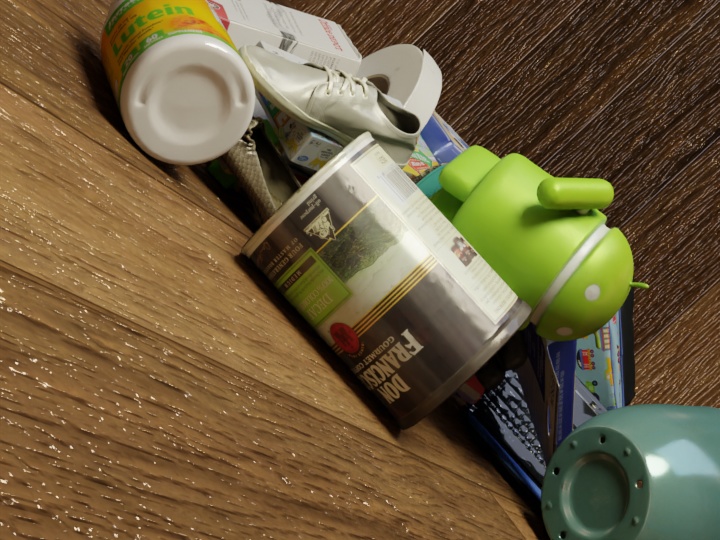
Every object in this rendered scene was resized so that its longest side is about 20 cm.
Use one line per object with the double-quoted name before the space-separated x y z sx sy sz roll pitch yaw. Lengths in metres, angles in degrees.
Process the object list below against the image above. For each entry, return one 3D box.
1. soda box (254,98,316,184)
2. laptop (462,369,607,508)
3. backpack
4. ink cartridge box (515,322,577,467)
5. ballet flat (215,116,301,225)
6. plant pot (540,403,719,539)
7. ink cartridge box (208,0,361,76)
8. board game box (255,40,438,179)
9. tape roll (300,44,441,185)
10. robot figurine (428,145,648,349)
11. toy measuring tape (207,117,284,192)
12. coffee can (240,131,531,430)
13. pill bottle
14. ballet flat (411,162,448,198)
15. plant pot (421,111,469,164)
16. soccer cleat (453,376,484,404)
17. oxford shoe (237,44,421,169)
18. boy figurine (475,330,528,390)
"soda box" -0.070 -0.138 1.617 0.199 0.064 0.068 32 -11 -6
"laptop" 0.201 0.171 1.632 0.177 0.200 0.103 48 -32 0
"backpack" 0.203 0.084 1.801 0.135 0.199 0.184 -39 129 -65
"ink cartridge box" 0.178 0.079 1.542 0.198 0.047 0.201 83 -9 -53
"ballet flat" -0.069 -0.069 1.434 0.200 0.046 0.068 55 32 -23
"plant pot" 0.262 0.213 1.470 0.160 0.201 0.201 16 28 -42
"ink cartridge box" -0.115 -0.243 1.755 0.199 0.083 0.147 15 21 -19
"board game box" -0.011 -0.135 1.522 0.199 0.034 0.135 17 35 -46
"tape roll" 0.001 -0.165 1.753 0.037 0.203 0.203 46 8 -27
"robot figurine" 0.150 -0.021 1.383 0.200 0.176 0.116 39 36 10
"toy measuring tape" -0.099 -0.113 1.539 0.074 0.074 0.200 47 8 1
"coffee can" 0.021 0.008 1.315 0.200 0.146 0.146 47 8 1
"pill bottle" -0.163 -0.179 1.368 0.111 0.111 0.200 42 9 -32
"ballet flat" 0.021 -0.027 1.452 0.068 0.199 0.075 50 -26 14
"plant pot" 0.061 -0.069 1.787 0.200 0.180 0.200 42 10 -30
"soccer cleat" 0.110 0.080 1.661 0.076 0.067 0.200 44 21 1
"oxford shoe" -0.024 -0.155 1.423 0.199 0.058 0.075 27 30 -30
"boy figurine" 0.066 0.053 1.461 0.199 0.124 0.065 16 42 -43
